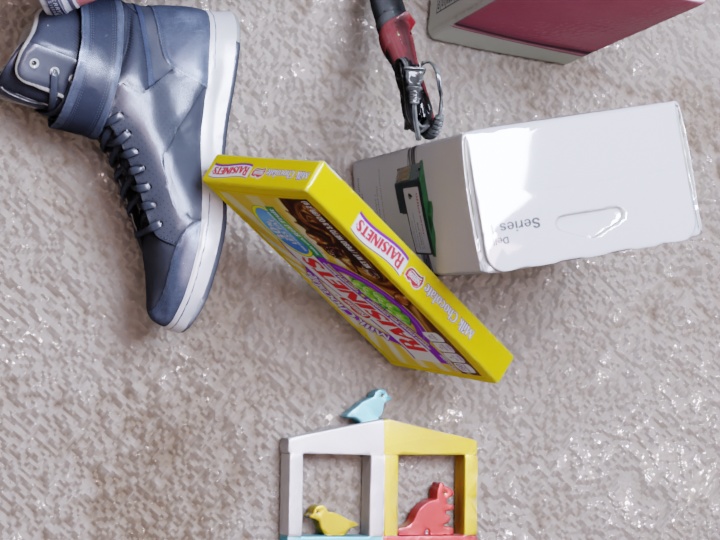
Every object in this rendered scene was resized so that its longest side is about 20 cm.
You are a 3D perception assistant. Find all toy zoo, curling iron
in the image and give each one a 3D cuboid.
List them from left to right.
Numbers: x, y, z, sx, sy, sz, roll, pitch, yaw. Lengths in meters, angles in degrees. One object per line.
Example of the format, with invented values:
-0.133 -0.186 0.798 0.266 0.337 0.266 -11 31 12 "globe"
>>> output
0.012 0.177 1.199 0.130 0.020 0.202 3 85 -18 "toy zoo"
0.024 -0.154 1.166 0.025 0.050 0.201 -5 44 -8 "curling iron"

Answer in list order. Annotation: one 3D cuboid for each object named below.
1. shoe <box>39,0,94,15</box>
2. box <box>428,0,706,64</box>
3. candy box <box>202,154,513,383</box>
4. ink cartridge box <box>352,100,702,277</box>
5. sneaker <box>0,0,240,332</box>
-0.163 -0.248 1.116 0.090 0.072 0.201 -16 64 -1 "shoe"
0.131 -0.217 1.176 0.108 0.200 0.129 9 83 -17 "box"
0.000 0.000 1.129 0.200 0.102 0.027 45 69 -35 "candy box"
0.097 -0.046 1.150 0.145 0.200 0.085 -10 91 -19 "ink cartridge box"
-0.154 -0.069 1.130 0.145 0.077 0.204 8 77 -25 "sneaker"
